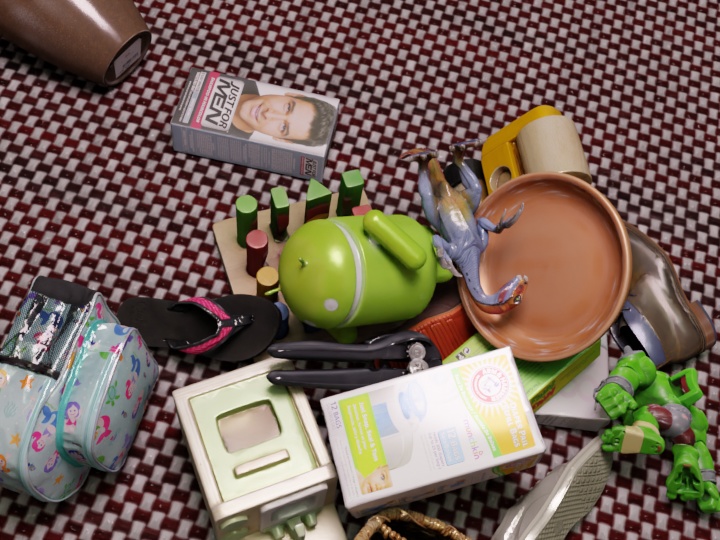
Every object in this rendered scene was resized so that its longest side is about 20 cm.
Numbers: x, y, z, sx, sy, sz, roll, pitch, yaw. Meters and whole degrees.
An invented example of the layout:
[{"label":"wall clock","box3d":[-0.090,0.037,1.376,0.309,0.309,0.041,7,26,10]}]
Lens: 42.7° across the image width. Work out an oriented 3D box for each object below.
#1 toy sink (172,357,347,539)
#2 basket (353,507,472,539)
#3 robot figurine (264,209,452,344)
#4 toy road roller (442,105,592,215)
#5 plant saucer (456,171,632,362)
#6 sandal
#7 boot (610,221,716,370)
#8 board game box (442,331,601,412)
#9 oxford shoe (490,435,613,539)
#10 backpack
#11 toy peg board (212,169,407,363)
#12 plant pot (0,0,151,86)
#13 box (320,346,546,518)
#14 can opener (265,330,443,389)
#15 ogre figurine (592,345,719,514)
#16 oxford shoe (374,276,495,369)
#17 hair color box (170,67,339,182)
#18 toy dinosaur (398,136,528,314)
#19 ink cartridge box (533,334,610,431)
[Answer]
[{"label":"toy sink","box3d":[-0.100,0.208,0.945,0.130,0.112,0.201,-17,64,-14]},{"label":"basket","box3d":[0.079,0.316,0.883,0.200,0.149,0.143,33,63,13]},{"label":"robot figurine","box3d":[0.000,0.000,0.977,0.199,0.175,0.116,-4,62,-36]},{"label":"toy road roller","box3d":[0.205,-0.089,1.109,0.146,0.200,0.123,16,54,-40]},{"label":"plant saucer","box3d":[0.196,-0.003,0.982,0.037,0.200,0.201,5,49,-52]},{"label":"sandal","box3d":[-0.186,0.062,1.025,0.199,0.045,0.076,1,84,12]},{"label":"boot","box3d":[0.333,0.029,1.115,0.097,0.075,0.200,-26,68,-22]},{"label":"board game box","box3d":[0.160,0.115,1.029,0.200,0.048,0.102,-39,60,-10]},{"label":"oxford shoe","box3d":[0.205,0.246,0.987,0.058,0.075,0.200,14,47,47]},{"label":"backpack","box3d":[-0.302,0.131,0.932,0.150,0.178,0.201,20,64,11]},{"label":"toy peg board","box3d":[-0.055,-0.015,1.084,0.199,0.098,0.200,-15,63,-13]},{"label":"plant pot","box3d":[-0.378,-0.341,1.204,0.200,0.187,0.187,40,63,0]},{"label":"box","box3d":[0.072,0.165,0.928,0.199,0.101,0.113,-15,69,-1]},{"label":"can opener","box3d":[-0.003,0.099,0.959,0.199,0.079,0.064,-4,83,-26]},{"label":"ogre figurine","box3d":[0.334,0.168,1.015,0.199,0.098,0.120,29,42,-3]},{"label":"oxford shoe","box3d":[0.097,0.056,1.078,0.199,0.071,0.073,-29,38,-9]},{"label":"hair color box","box3d":[-0.135,-0.189,1.195,0.199,0.061,0.099,12,60,0]},{"label":"toy dinosaur","box3d":[0.120,-0.047,0.995,0.105,0.200,0.182,-15,101,-1]},{"label":"ink cartridge box","box3d":[0.188,0.096,1.077,0.199,0.057,0.163,10,60,-6]}]
